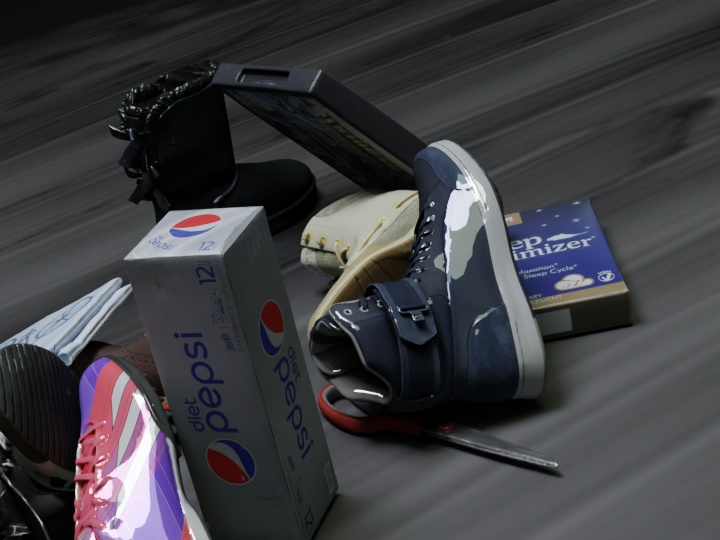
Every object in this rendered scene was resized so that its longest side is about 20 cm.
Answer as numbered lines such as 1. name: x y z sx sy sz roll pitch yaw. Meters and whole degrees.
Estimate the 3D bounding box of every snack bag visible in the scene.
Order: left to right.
1. snack bag: -0.272 0.089 1.043 0.187 0.022 0.200 -26 16 31

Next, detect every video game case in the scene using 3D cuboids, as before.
1. video game case: -0.007 -0.108 1.200 0.180 0.199 0.026 17 77 58

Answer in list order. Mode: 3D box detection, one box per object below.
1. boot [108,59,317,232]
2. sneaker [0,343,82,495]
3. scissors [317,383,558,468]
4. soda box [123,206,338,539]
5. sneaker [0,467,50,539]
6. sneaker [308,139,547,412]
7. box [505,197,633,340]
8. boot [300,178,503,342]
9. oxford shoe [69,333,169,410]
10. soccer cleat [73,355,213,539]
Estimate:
1. boot: -0.125 -0.105 1.279 0.073 0.164 0.198 12 34 42
2. sneaker: -0.205 0.106 0.900 0.087 0.200 0.075 -14 65 9
3. scissors: 0.043 0.105 0.944 0.073 0.014 0.199 -22 28 -24
4. soda box: -0.073 0.065 0.857 0.067 0.202 0.064 -3 27 23
5. sneaker: -0.249 0.161 0.896 0.060 0.105 0.200 -28 -9 -34
6. sneaker: 0.029 0.002 0.972 0.144 0.077 0.204 -8 58 -15
7. box: 0.130 -0.007 1.108 0.120 0.033 0.200 -12 24 4
8. boot: 0.000 0.000 1.099 0.154 0.072 0.200 -1 38 51
9. oxford shoe: -0.133 0.065 1.015 0.198 0.074 0.071 10 7 36
10. soccer cleat: -0.136 0.131 0.823 0.072 0.069 0.201 -8 52 -27
